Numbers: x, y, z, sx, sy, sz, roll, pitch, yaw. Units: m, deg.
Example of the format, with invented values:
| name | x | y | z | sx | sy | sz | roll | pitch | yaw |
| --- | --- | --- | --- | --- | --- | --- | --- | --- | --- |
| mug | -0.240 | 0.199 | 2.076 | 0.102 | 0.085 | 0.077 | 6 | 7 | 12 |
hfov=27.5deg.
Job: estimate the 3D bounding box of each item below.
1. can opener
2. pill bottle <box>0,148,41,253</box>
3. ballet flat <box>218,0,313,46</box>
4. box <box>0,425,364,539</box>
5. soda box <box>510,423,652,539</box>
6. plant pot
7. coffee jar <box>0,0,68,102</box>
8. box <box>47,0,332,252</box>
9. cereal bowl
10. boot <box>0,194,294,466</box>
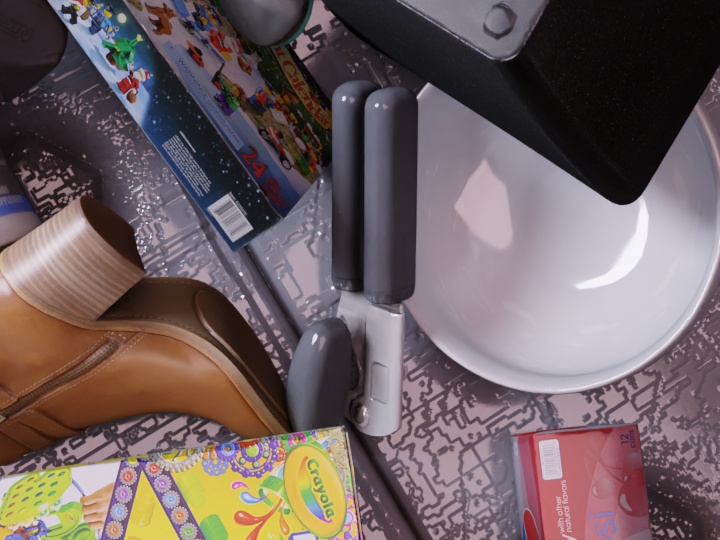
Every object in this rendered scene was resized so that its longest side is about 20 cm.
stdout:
| name | x | y | z | sx | sy | sz | roll | pitch | yaw |
| --- | --- | --- | --- | --- | --- | --- | --- | --- | --- |
| can opener | 0.000 | 0.000 | 0.798 | 0.066 | 0.052 | 0.203 | -11 | 112 | -44 |
| pill bottle | -0.266 | -0.078 | 0.798 | 0.113 | 0.114 | 0.202 | -30 | 87 | -8 |
| ballet flat | -0.072 | -0.212 | 0.790 | 0.068 | 0.068 | 0.202 | -28 | 57 | 31 |
| box | -0.091 | 0.153 | 0.713 | 0.190 | 0.200 | 0.124 | -8 | 81 | -3 |
| soda box | 0.130 | 0.189 | 0.822 | 0.062 | 0.070 | 0.203 | -5 | 83 | -6 |
| plant pot | 0.081 | -0.172 | 0.707 | 0.199 | 0.177 | 0.201 | 35 | 102 | 21 |
| coffee jar | -0.216 | -0.190 | 0.779 | 0.085 | 0.104 | 0.202 | -31 | 57 | 25 |
| box | -0.091 | -0.123 | 0.790 | 0.037 | 0.137 | 0.201 | -31 | 102 | 27 |
| cereal bowl | 0.115 | -0.032 | 0.826 | 0.197 | 0.083 | 0.203 | -2 | 86 | 24 |
| boot | -0.143 | 0.068 | 0.807 | 0.155 | 0.077 | 0.200 | -39 | 128 | 13 |
